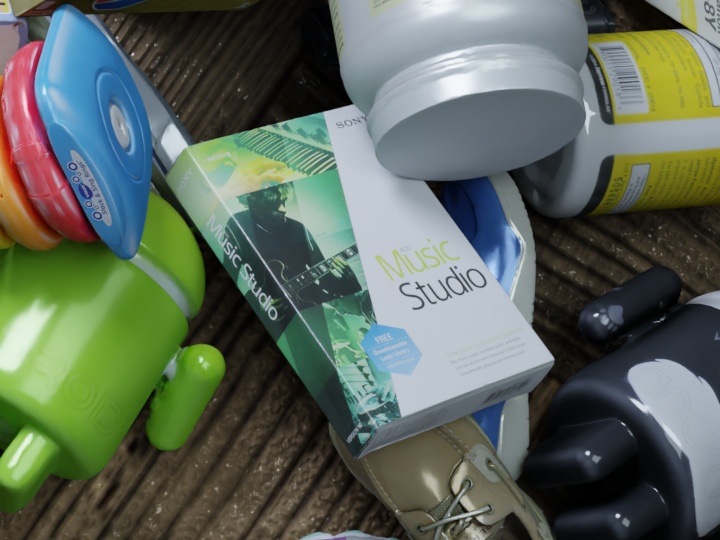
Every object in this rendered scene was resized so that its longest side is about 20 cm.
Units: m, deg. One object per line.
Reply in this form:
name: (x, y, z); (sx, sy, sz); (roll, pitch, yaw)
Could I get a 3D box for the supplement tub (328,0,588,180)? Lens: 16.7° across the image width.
supplement tub: (0.051, -0.167, 1.411); (0.144, 0.145, 0.201); (-2, 69, -21)

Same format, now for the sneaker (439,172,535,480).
sneaker: (0.039, 0.029, 1.455); (0.111, 0.077, 0.201); (4, 83, -29)

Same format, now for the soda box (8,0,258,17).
soda box: (-0.110, -0.182, 1.347); (0.200, 0.068, 0.064); (-12, 80, -55)

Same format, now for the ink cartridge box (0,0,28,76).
ink cartridge box: (-0.265, -0.179, 1.358); (0.136, 0.077, 0.201); (-2, 47, -17)

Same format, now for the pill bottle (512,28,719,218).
pill bottle: (0.199, -0.094, 1.523); (0.199, 0.111, 0.112); (-5, 80, -21)

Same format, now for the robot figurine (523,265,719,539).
robot figurine: (0.191, 0.093, 1.469); (0.200, 0.151, 0.125); (-31, 46, -32)

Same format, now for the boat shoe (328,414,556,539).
boat shoe: (0.058, 0.135, 1.401); (0.072, 0.065, 0.200); (-38, 125, 6)

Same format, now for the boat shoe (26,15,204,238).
boat shoe: (-0.149, -0.093, 1.427); (0.062, 0.072, 0.200); (-37, 89, 1)

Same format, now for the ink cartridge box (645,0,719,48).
ink cartridge box: (0.219, -0.226, 1.488); (0.083, 0.200, 0.146); (-23, 130, -24)

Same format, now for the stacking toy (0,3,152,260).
stacking toy: (-0.216, -0.048, 1.293); (0.199, 0.110, 0.116); (-16, 123, 13)

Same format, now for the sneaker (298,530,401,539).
sneaker: (-0.037, 0.186, 1.357); (0.199, 0.140, 0.078); (-14, 83, -22)

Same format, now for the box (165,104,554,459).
box: (0.000, 0.000, 1.378); (0.144, 0.036, 0.200); (-18, 63, -42)

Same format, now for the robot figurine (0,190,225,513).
robot figurine: (-0.162, 0.034, 1.359); (0.175, 0.116, 0.201); (30, 69, 1)

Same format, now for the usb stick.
usb stick: (0.060, -0.150, 1.519); (0.199, 0.056, 0.033); (-6, 122, -21)
